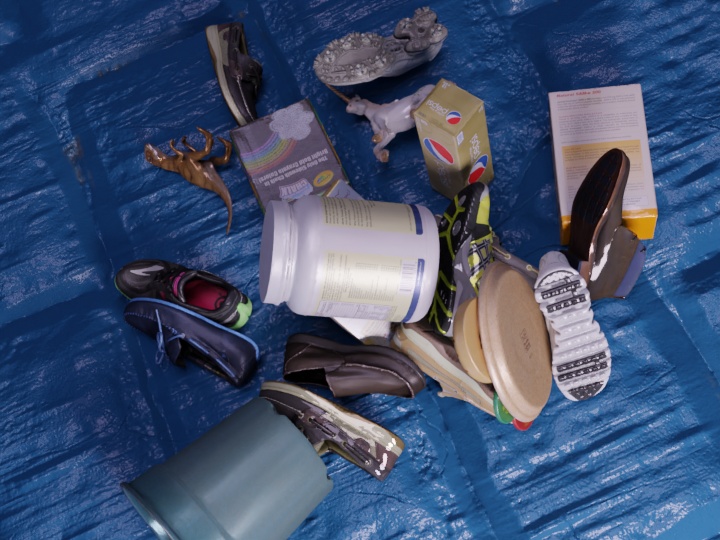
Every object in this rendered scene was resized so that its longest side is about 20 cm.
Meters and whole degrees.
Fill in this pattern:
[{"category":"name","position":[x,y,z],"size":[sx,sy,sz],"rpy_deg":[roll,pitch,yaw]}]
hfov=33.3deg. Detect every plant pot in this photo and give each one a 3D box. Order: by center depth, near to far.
[{"category":"plant pot","position":[-0.150,0.269,1.446],"size":[0.196,0.201,0.200],"rpy_deg":[-39,65,-18]}]

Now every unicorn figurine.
[{"category":"unicorn figurine","position":[0.049,-0.215,1.674],"size":[0.198,0.074,0.138],"rpy_deg":[-10,34,12]}]

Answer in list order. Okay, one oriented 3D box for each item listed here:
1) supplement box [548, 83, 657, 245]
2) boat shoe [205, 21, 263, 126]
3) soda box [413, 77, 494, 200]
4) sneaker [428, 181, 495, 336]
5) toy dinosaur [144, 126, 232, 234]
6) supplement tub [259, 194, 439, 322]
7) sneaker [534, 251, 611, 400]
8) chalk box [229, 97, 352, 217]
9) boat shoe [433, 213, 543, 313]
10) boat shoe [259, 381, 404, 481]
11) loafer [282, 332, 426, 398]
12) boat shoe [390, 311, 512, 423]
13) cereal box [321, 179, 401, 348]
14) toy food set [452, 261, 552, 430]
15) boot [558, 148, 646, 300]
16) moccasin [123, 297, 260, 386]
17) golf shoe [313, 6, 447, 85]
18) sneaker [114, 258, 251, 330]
[{"category":"supplement box","position":[0.320,-0.141,1.609],"size":[0.125,0.074,0.202],"rpy_deg":[-4,66,7]},{"category":"boat shoe","position":[-0.176,-0.290,1.766],"size":[0.066,0.072,0.202],"rpy_deg":[-23,59,4]},{"category":"soda box","position":[0.125,-0.162,1.582],"size":[0.068,0.200,0.064],"rpy_deg":[33,75,22]},{"category":"sneaker","position":[0.138,-0.011,1.519],"size":[0.076,0.075,0.202],"rpy_deg":[15,80,-22]},{"category":"toy dinosaur","position":[-0.221,-0.141,1.723],"size":[0.199,0.060,0.107],"rpy_deg":[33,99,27]},{"category":"supplement tub","position":[-0.016,-0.015,1.455],"size":[0.198,0.145,0.146],"rpy_deg":[5,64,-12]},{"category":"sneaker","position":[0.259,0.067,1.480],"size":[0.075,0.201,0.081],"rpy_deg":[-14,27,6]},{"category":"chalk box","position":[-0.079,-0.106,1.636],"size":[0.124,0.124,0.201],"rpy_deg":[-23,64,-3]},{"category":"boat shoe","position":[0.169,-0.013,1.580],"size":[0.201,0.072,0.060],"rpy_deg":[38,76,16]},{"category":"boat shoe","position":[-0.045,0.201,1.509],"size":[0.200,0.072,0.066],"rpy_deg":[22,70,14]},{"category":"loafer","position":[-0.012,0.137,1.538],"size":[0.198,0.073,0.072],"rpy_deg":[8,54,24]},{"category":"boat shoe","position":[0.126,0.133,1.526],"size":[0.200,0.076,0.072],"rpy_deg":[39,33,9]},{"category":"cereal box","position":[0.000,0.000,1.554],"size":[0.200,0.040,0.144],"rpy_deg":[41,84,-11]},{"category":"toy food set","position":[0.177,0.090,1.442],"size":[0.048,0.199,0.201],"rpy_deg":[-14,30,27]},{"category":"boot","position":[0.317,-0.053,1.519],"size":[0.096,0.201,0.075],"rpy_deg":[9,21,-25]},{"category":"moccasin","position":[-0.232,0.094,1.592],"size":[0.199,0.081,0.069],"rpy_deg":[18,63,18]},{"category":"golf shoe","position":[0.030,-0.296,1.716],"size":[0.199,0.097,0.079],"rpy_deg":[-19,68,-9]},{"category":"sneaker","position":[-0.241,0.019,1.626],"size":[0.198,0.084,0.077],"rpy_deg":[13,67,16]}]
